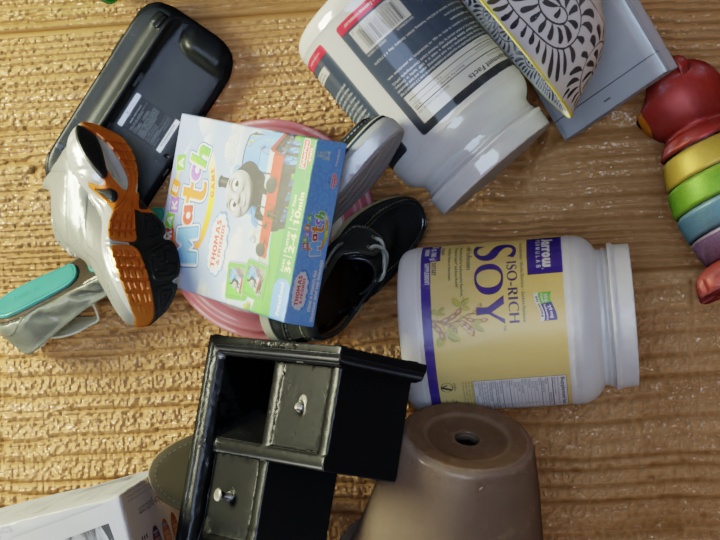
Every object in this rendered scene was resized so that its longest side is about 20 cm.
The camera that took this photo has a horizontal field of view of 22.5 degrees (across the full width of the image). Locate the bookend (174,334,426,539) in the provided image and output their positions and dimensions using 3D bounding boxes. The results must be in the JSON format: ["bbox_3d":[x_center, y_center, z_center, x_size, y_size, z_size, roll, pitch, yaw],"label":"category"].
[{"bbox_3d":[-0.054,0.163,1.500,0.092,0.198,0.202,13,84,-36],"label":"bookend"}]

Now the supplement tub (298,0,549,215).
[{"bbox_3d":[0.055,-0.164,1.572,0.140,0.140,0.200,-40,86,6],"label":"supplement tub"}]

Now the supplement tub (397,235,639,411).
[{"bbox_3d":[0.137,0.046,1.563,0.198,0.145,0.147,-5,90,7],"label":"supplement tub"}]

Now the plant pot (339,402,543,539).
[{"bbox_3d":[0.078,0.212,1.521,0.198,0.201,0.176,9,116,7],"label":"plant pot"}]

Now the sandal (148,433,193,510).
[{"bbox_3d":[-0.094,0.168,1.637,0.210,0.070,0.078,-15,91,-16],"label":"sandal"}]

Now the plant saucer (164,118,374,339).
[{"bbox_3d":[-0.085,-0.037,1.637,0.198,0.051,0.203,0,91,8],"label":"plant saucer"}]

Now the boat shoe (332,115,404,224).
[{"bbox_3d":[-0.045,-0.073,1.543,0.071,0.072,0.200,51,121,10],"label":"boat shoe"}]

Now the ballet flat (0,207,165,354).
[{"bbox_3d":[-0.242,0.012,1.656,0.199,0.068,0.064,-30,122,9],"label":"ballet flat"}]

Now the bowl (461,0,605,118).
[{"bbox_3d":[0.142,-0.233,1.494,0.094,0.201,0.201,-41,86,4],"label":"bowl"}]

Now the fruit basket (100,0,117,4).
[{"bbox_3d":[-0.202,-0.338,1.609,0.214,0.155,0.218,-3,83,23],"label":"fruit basket"}]

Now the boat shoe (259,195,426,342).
[{"bbox_3d":[0.000,0.000,1.573,0.067,0.200,0.072,-5,118,48],"label":"boat shoe"}]

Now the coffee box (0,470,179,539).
[{"bbox_3d":[-0.255,0.301,1.586,0.198,0.200,0.200,-15,89,6],"label":"coffee box"}]

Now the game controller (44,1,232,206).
[{"bbox_3d":[-0.204,-0.143,1.661,0.104,0.042,0.201,33,95,-9],"label":"game controller"}]

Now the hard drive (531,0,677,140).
[{"bbox_3d":[0.176,-0.231,1.576,0.132,0.027,0.201,-34,84,46],"label":"hard drive"}]

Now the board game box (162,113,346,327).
[{"bbox_3d":[-0.098,-0.046,1.533,0.199,0.036,0.153,15,95,51],"label":"board game box"}]

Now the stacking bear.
[{"bbox_3d":[0.305,-0.087,1.563,0.113,0.121,0.202,-24,80,9],"label":"stacking bear"}]

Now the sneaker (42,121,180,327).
[{"bbox_3d":[-0.224,-0.027,1.590,0.092,0.075,0.201,-43,55,35],"label":"sneaker"}]
